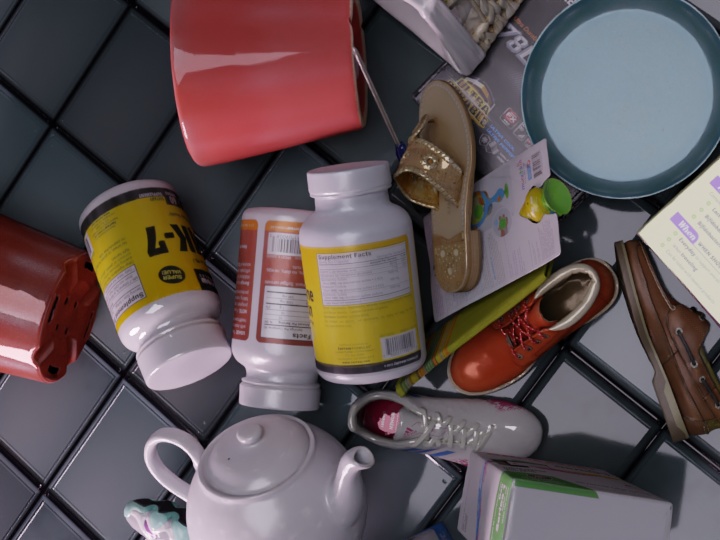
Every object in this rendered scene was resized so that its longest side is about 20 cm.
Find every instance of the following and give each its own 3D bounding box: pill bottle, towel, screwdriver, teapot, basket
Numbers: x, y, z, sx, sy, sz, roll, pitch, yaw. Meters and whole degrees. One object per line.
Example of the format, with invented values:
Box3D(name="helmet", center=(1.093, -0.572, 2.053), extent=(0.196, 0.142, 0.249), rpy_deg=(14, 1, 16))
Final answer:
Box3D(name="pill bottle", center=(-0.214, 0.016, 1.301), extent=(0.114, 0.114, 0.202), rpy_deg=(-30, 70, 14))
Box3D(name="towel", center=(0.114, 0.050, 1.209), extent=(0.018, 0.086, 0.200), rpy_deg=(45, 116, -9))
Box3D(name="screwdriver", center=(0.035, -0.140, 1.231), extent=(0.029, 0.028, 0.201), rpy_deg=(-25, 123, -6))
Box3D(name="pill bottle", center=(0.000, 0.000, 1.190), extent=(0.111, 0.112, 0.203), rpy_deg=(-4, 100, 17))
Box3D(name="teapot", center=(-0.095, 0.211, 1.220), extent=(0.198, 0.198, 0.147), rpy_deg=(-25, 122, -10))
Box3D(name="pill bottle", center=(-0.076, 0.040, 1.274), extent=(0.111, 0.112, 0.203), rpy_deg=(5, 89, 17))
Box3D(name="basket", center=(0.064, -0.314, 1.216), extent=(0.123, 0.135, 0.200), rpy_deg=(-46, 59, 4))

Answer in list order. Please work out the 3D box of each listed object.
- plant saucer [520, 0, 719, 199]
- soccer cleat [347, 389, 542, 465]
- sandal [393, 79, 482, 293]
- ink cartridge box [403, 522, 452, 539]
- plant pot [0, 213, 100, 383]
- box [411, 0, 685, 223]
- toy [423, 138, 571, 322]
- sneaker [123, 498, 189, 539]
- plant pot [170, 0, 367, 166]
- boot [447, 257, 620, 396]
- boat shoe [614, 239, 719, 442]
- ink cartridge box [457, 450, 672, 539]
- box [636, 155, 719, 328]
Box3D(name="plant saucer", center=(0.253, -0.169, 1.178), extent=(0.198, 0.027, 0.203), rpy_deg=(0, 89, 17))
Box3D(name="soccer cleat", center=(0.080, 0.160, 1.234), extent=(0.198, 0.086, 0.071), rpy_deg=(4, 89, 17))
Box3D(name="sandal", center=(0.067, -0.084, 1.193), extent=(0.077, 0.069, 0.214), rpy_deg=(-16, 79, 53))
Box3D(name="ink cartridge box", center=(0.015, 0.322, 1.188), extent=(0.144, 0.200, 0.085), rpy_deg=(-29, 80, 13))
Box3D(name="plant pot", center=(-0.401, 0.024, 1.344), extent=(0.193, 0.201, 0.203), rpy_deg=(17, 93, 9))
Box3D(name="box", center=(0.187, -0.173, 1.237), extent=(0.198, 0.050, 0.200), rpy_deg=(-44, 77, 12))
Box3D(name="toy", center=(0.137, -0.033, 1.203), extent=(0.200, 0.047, 0.117), rpy_deg=(-36, 53, 54))
Box3D(name="sneaker", center=(-0.184, 0.338, 1.312), extent=(0.198, 0.078, 0.141), rpy_deg=(24, 94, 17))
Box3D(name="plant pot", center=(-0.086, -0.209, 1.257), extent=(0.175, 0.200, 0.203), rpy_deg=(-3, 87, 6))
Box3D(name="boot", center=(0.159, 0.054, 1.206), extent=(0.199, 0.107, 0.075), rpy_deg=(-39, 80, 14))
Box3D(name="boat shoe", center=(0.300, 0.060, 1.185), extent=(0.067, 0.072, 0.202), rpy_deg=(-19, 92, 12))
Box3D(name="ink cartridge box", center=(0.179, 0.225, 1.125), extent=(0.143, 0.200, 0.085), rpy_deg=(9, 88, -5))
Box3D(name="box", center=(0.390, -0.034, 1.142), extent=(0.200, 0.097, 0.176), rpy_deg=(-44, 76, 12))
